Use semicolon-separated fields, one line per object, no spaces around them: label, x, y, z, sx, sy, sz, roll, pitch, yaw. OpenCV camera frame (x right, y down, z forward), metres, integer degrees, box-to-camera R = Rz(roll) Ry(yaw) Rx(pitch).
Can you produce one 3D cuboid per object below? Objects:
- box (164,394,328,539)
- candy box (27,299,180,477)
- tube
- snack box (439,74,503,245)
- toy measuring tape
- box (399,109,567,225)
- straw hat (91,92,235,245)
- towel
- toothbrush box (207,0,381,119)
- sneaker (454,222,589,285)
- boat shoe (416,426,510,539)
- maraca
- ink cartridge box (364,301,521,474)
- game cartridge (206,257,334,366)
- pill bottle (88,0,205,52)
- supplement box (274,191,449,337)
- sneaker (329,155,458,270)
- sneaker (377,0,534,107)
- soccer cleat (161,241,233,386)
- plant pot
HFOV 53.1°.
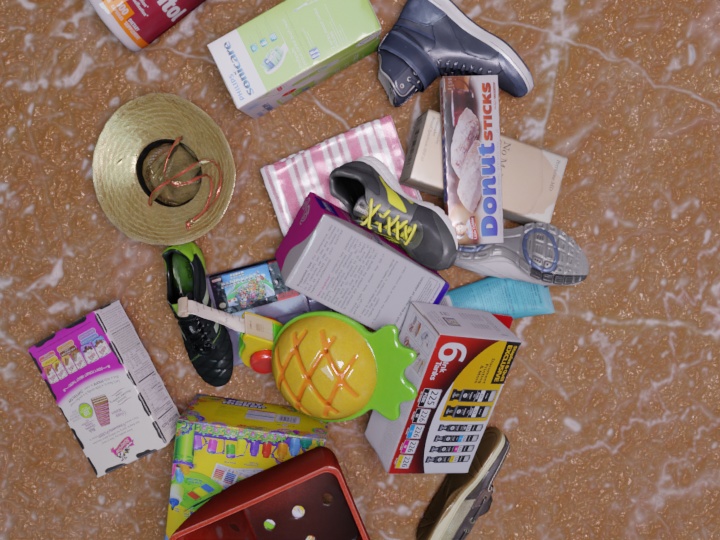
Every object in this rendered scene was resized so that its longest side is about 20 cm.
box;-0.151;0.291;0.983;0.194;0.122;0.198;8;96;-1
candy box;-0.344;0.161;0.984;0.134;0.061;0.204;-24;95;21
tube;0.169;0.045;0.996;0.195;0.050;0.080;-15;94;-3
snack box;0.137;-0.135;0.890;0.070;0.024;0.206;-3;93;-8
toy measuring tape;-0.157;0.088;0.938;0.197;0.073;0.075;21;96;-32
box;0.159;-0.131;0.946;0.195;0.078;0.097;15;90;-8
straw hat;-0.245;-0.126;0.956;0.195;0.085;0.207;0;92;10
towel;-0.022;-0.106;0.972;0.196;0.030;0.150;-23;96;-8
toothbrush box;-0.078;-0.281;0.910;0.196;0.146;0.088;-27;96;2
sneaker;0.202;-0.022;0.954;0.195;0.087;0.076;16;76;16
boat shoe;0.153;0.315;1.017;0.064;0.073;0.202;32;99;-14
maraca;-0.023;0.120;0.886;0.195;0.107;0.141;2;102;22
ink cartridge box;0.121;0.156;0.936;0.172;0.084;0.204;7;113;-28
game cartridge;-0.136;0.055;1.004;0.195;0.038;0.133;-15;100;2
pill bottle;-0.245;-0.382;0.916;0.198;0.113;0.114;-36;95;4
supplement box;0.000;0.000;0.927;0.197;0.101;0.105;26;103;-24
sneaker;0.034;-0.064;0.891;0.199;0.084;0.076;42;127;26
sneaker;0.113;-0.253;0.939;0.201;0.077;0.148;37;85;1
soccer cleat;-0.220;0.061;0.950;0.066;0.081;0.205;-14;96;10
plant pot;-0.079;0.319;0.839;0.196;0.176;0.204;-23;98;2
